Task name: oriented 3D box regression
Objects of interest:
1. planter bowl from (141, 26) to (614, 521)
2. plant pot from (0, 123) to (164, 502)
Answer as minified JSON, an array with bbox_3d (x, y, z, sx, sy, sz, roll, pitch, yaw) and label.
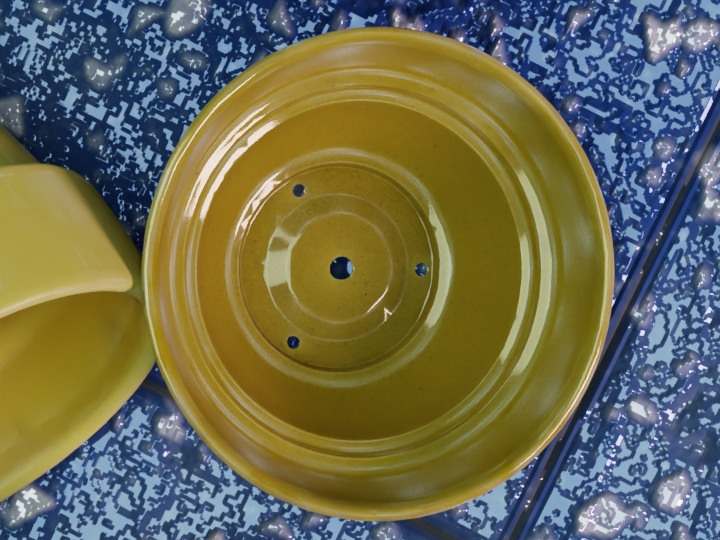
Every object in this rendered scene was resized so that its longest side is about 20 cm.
[{"bbox_3d":[0.000,0.000,1.245,0.199,0.083,0.202,-1,93,-13],"label":"planter bowl"},{"bbox_3d":[-0.210,-0.006,1.245,0.200,0.201,0.189,-37,70,7],"label":"plant pot"}]
